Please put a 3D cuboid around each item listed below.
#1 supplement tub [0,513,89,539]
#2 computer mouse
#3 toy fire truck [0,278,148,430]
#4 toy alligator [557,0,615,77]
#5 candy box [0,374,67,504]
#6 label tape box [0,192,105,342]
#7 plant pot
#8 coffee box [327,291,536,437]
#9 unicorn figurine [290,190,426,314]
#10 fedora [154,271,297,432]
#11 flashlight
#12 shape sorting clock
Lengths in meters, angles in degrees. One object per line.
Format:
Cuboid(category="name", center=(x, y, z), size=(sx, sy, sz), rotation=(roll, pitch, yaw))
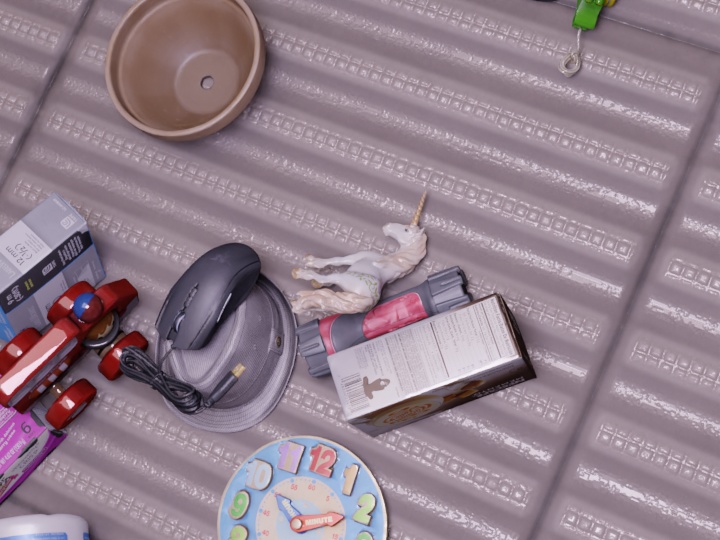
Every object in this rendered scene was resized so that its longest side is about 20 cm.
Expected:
Cuboid(category="supplement tub", center=(-0.365, 0.381, 1.528), size=(0.132, 0.132, 0.200), rotation=(-10, 73, 13))
Cuboid(category="computer mouse", center=(-0.169, 0.059, 1.503), size=(0.140, 0.046, 0.200), rotation=(36, 78, 29))
Cuboid(category="toy fire truck", center=(-0.331, 0.086, 1.555), size=(0.112, 0.168, 0.200), rotation=(45, 76, 3))
Cuboid(category="toy alligator", center=(0.267, -0.322, 1.568), size=(0.059, 0.054, 0.200), rotation=(16, 79, -8))
Cuboid(category="candy box", center=(-0.470, 0.174, 1.648), size=(0.136, 0.061, 0.200), rotation=(-46, 69, -1))
Cuboid(category="label tape box", center=(-0.401, 0.021, 1.595), size=(0.066, 0.143, 0.200), rotation=(40, 69, 17))
Cuboid(category="plant pot", center=(-0.203, -0.244, 1.667), size=(0.201, 0.093, 0.201), rotation=(-4, 74, 14))
Cuboid(category="coffee box", center=(0.079, 0.105, 1.488), size=(0.200, 0.114, 0.080), rotation=(-21, 71, 8))
Cuboid(category="unicorn figurine", center=(0.000, 0.000, 1.542), size=(0.137, 0.074, 0.200), rotation=(-3, 37, 15))
Cuboid(category="fedora", center=(-0.168, 0.082, 1.573), size=(0.177, 0.090, 0.200), rotation=(13, 80, 18))
Cuboid(category="flashlight", center=(0.028, 0.058, 1.538), size=(0.200, 0.068, 0.068), rotation=(-21, 75, 10))
Cuboid(category="shape sorting clock", center=(-0.067, 0.284, 1.521), size=(0.200, 0.039, 0.200), rotation=(-4, 75, 15))
